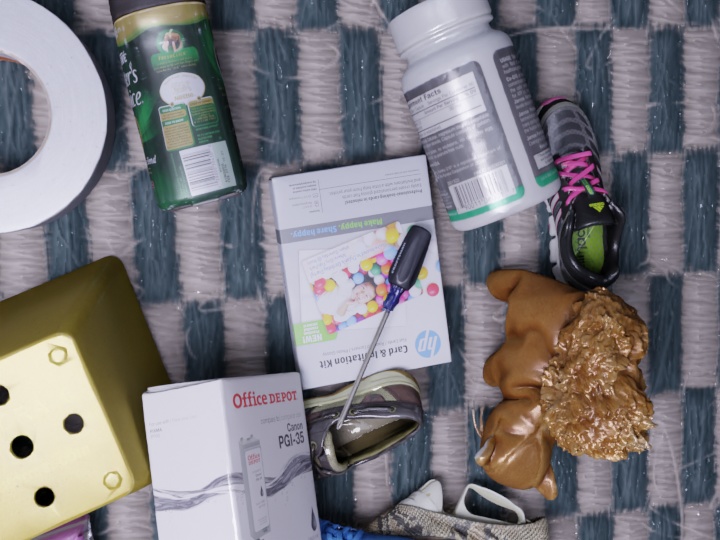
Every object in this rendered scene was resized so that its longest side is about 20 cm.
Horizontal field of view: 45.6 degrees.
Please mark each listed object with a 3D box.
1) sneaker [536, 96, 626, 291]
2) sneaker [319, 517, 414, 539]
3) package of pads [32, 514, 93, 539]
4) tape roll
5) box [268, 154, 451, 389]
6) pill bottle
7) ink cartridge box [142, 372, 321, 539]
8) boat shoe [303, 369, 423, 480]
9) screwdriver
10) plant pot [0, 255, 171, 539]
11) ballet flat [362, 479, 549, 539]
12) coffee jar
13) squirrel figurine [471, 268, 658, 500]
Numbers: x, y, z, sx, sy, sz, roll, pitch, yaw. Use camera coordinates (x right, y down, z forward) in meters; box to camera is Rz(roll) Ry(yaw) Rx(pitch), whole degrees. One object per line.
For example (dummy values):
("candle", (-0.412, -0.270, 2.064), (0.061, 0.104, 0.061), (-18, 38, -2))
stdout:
("sneaker", (0.218, -0.070, 0.842), (0.072, 0.087, 0.205), (-11, 97, -9))
("sneaker", (-0.037, 0.265, 0.811), (0.196, 0.066, 0.080), (-15, 85, 19))
("package of pads", (-0.326, 0.319, 0.785), (0.196, 0.076, 0.123), (-19, 97, -8))
("tape roll", (-0.318, -0.135, 0.749), (0.195, 0.066, 0.206), (-1, 95, -11))
("box", (0.000, 0.000, 0.833), (0.152, 0.041, 0.205), (-9, 98, -10))
("pill bottle", (0.104, -0.151, 0.799), (0.111, 0.113, 0.204), (-21, 96, -7))
("ink cartridge box", (-0.104, 0.193, 0.732), (0.081, 0.146, 0.205), (-12, 82, 22))
("boat shoe", (-0.031, 0.161, 0.815), (0.197, 0.065, 0.074), (-29, 116, 6))
("screwdriver", (0.016, 0.051, 0.799), (0.029, 0.028, 0.203), (24, 84, 33))
("plant pot", (-0.268, 0.125, 0.727), (0.196, 0.176, 0.204), (-22, 100, -7))
("ballet flat", (0.098, 0.253, 0.865), (0.195, 0.068, 0.077), (11, 73, -5))
("coffee jar", (-0.162, -0.159, 0.756), (0.083, 0.104, 0.205), (-13, 97, -11))
("squirrel figurine", (0.178, 0.113, 0.795), (0.140, 0.199, 0.190), (32, 77, -18))
